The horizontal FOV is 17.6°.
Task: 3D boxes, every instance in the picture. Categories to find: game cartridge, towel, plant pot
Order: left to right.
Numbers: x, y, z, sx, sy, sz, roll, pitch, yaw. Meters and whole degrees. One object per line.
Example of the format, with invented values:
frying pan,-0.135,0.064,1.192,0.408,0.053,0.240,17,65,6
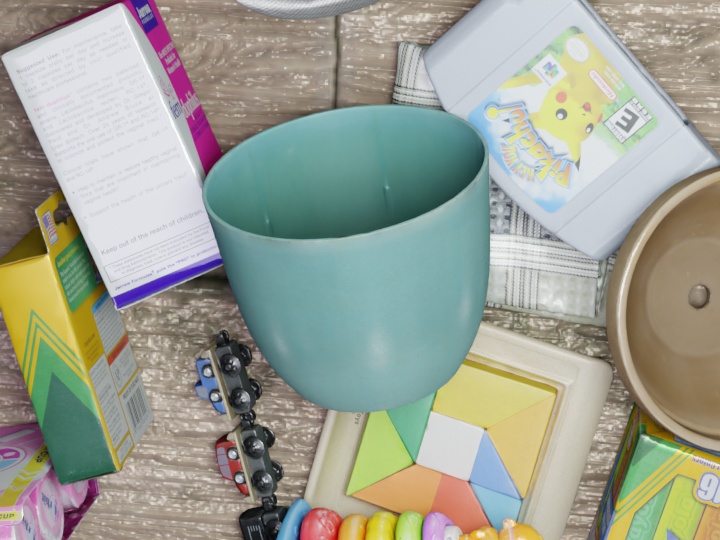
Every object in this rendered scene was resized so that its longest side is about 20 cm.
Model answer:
plant pot,0.000,0.000,1.629,0.199,0.201,0.162,-5,119,8
towel,0.113,-0.061,1.699,0.198,0.035,0.194,8,105,4
game cartridge,0.143,-0.110,1.651,0.133,0.041,0.200,-40,97,21
plant pot,0.259,0.023,1.659,0.199,0.093,0.203,-2,96,-15

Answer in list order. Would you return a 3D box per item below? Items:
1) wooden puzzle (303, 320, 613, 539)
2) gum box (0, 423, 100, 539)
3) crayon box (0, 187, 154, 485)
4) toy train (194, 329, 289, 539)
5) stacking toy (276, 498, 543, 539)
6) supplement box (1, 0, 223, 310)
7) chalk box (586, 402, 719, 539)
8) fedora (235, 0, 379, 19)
wooden puzzle,0.072,0.128,1.752,0.198,0.037,0.186,17,105,2
gum box,-0.275,0.176,1.719,0.112,0.200,0.067,-6,104,10
crayon box,-0.216,0.042,1.717,0.051,0.126,0.202,-14,102,10
toy train,-0.088,0.142,1.778,0.045,0.034,0.202,-9,104,22
stacking toy,0.040,0.217,1.723,0.198,0.110,0.117,-14,105,15
supplement box,-0.167,-0.091,1.690,0.103,0.101,0.201,-23,101,12
chalk box,0.232,0.210,1.709,0.124,0.124,0.202,17,106,3
fedora,-0.025,-0.273,1.631,0.199,0.090,0.178,-28,101,6
